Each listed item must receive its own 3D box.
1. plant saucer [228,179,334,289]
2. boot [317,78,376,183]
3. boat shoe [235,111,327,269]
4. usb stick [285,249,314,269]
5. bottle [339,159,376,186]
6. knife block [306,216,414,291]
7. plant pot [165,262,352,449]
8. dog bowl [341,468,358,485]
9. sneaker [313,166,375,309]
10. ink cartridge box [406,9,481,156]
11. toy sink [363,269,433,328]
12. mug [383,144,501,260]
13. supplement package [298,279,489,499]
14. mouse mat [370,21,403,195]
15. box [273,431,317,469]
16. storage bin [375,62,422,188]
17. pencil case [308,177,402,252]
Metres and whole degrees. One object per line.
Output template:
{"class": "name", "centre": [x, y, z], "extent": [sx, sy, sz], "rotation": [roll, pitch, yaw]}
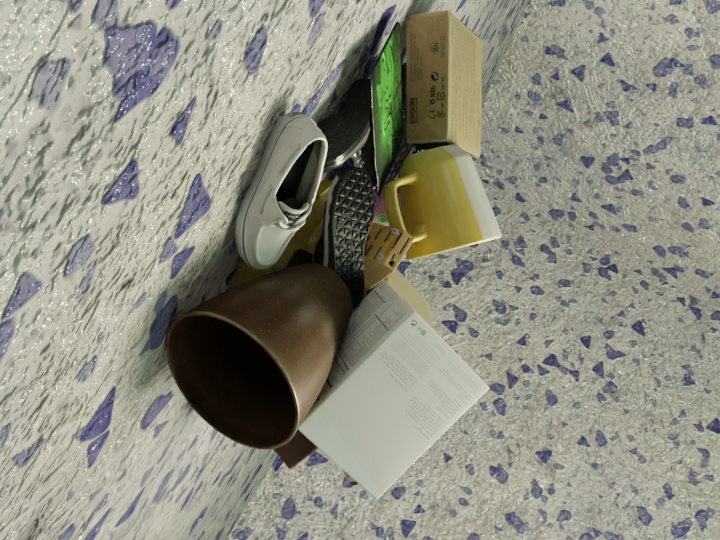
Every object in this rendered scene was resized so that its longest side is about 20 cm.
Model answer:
{"class": "plant saucer", "centre": [-0.117, -0.026, 1.155], "extent": [0.201, 0.048, 0.200], "rotation": [-63, 174, 29]}
{"class": "boot", "centre": [-0.007, -0.161, 1.161], "extent": [0.200, 0.069, 0.132], "rotation": [-54, 150, -39]}
{"class": "boat shoe", "centre": [-0.090, -0.078, 0.958], "extent": [0.073, 0.065, 0.201], "rotation": [-5, 126, -34]}
{"class": "usb stick", "centre": [-0.120, 0.063, 1.161], "extent": [0.201, 0.033, 0.055], "rotation": [-62, 173, 4]}
{"class": "bottle", "centre": [0.008, -0.184, 1.349], "extent": [0.200, 0.065, 0.084], "rotation": [112, -15, -52]}
{"class": "knife block", "centre": [0.000, 0.000, 1.249], "extent": [0.064, 0.199, 0.176], "rotation": [-58, 144, -25]}
{"class": "plant pot", "centre": [-0.097, 0.079, 1.017], "extent": [0.200, 0.187, 0.187], "rotation": [-43, 163, -45]}
{"class": "dog bowl", "centre": [0.035, 0.227, 1.267], "extent": [0.200, 0.074, 0.200], "rotation": [-43, 180, 0]}
{"class": "sneaker", "centre": [-0.037, -0.040, 1.115], "extent": [0.071, 0.083, 0.201], "rotation": [2, 99, -37]}
{"class": "ink cartridge box", "centre": [0.135, -0.290, 1.340], "extent": [0.165, 0.075, 0.201], "rotation": [5, 85, -65]}
{"class": "toy sink", "centre": [0.026, 0.087, 1.270], "extent": [0.130, 0.112, 0.200], "rotation": [-41, -168, 14]}
{"class": "mug", "centre": [0.122, -0.106, 1.261], "extent": [0.187, 0.149, 0.154], "rotation": [-17, 94, -79]}
{"class": "supplement package", "centre": [0.025, 0.148, 1.085], "extent": [0.200, 0.152, 0.151], "rotation": [-45, -160, 1]}
{"class": "mouse mat", "centre": [0.039, -0.226, 1.182], "extent": [0.161, 0.007, 0.201], "rotation": [-68, 160, -45]}
{"class": "box", "centre": [-0.095, 0.162, 1.315], "extent": [0.164, 0.200, 0.166], "rotation": [-42, 180, 14]}
{"class": "storage bin", "centre": [0.069, -0.246, 1.487], "extent": [0.201, 0.093, 0.135], "rotation": [-59, 174, -8]}
{"class": "pencil case", "centre": [-0.001, -0.071, 1.372], "extent": [0.199, 0.088, 0.087], "rotation": [-31, 174, 2]}
